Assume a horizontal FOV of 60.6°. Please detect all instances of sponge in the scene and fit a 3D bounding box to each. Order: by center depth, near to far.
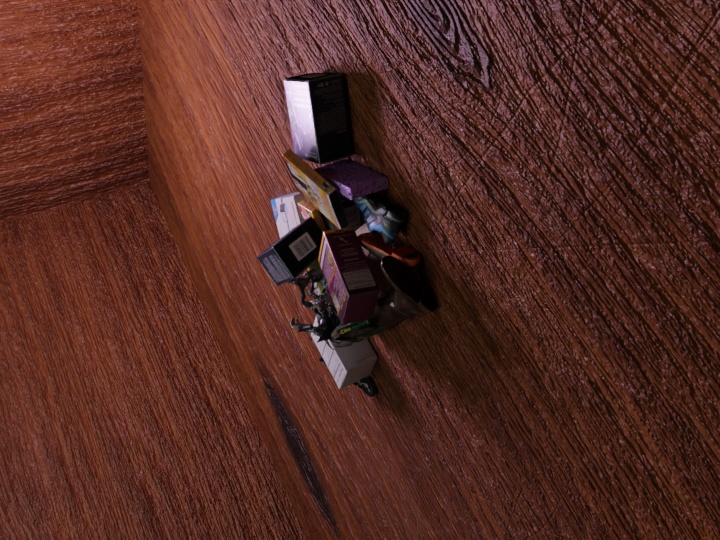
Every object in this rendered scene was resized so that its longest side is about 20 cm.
[{"bbox_3d":[-0.029,-0.229,1.527,0.199,0.109,0.031,34,139,51],"label":"sponge"}]

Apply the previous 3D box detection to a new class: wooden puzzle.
[{"bbox_3d":[0.000,0.000,1.599,0.197,0.046,0.190,-32,66,30],"label":"wooden puzzle"}]

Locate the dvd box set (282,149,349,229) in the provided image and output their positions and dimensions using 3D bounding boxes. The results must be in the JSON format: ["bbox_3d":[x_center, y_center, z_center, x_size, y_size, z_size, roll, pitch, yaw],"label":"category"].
[{"bbox_3d":[-0.113,-0.203,1.567,0.199,0.029,0.148,43,166,31],"label":"dvd box set"}]

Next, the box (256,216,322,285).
[{"bbox_3d":[-0.188,-0.050,1.728,0.106,0.147,0.199,53,159,-8],"label":"box"}]

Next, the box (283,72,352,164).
[{"bbox_3d":[-0.108,-0.389,1.569,0.147,0.102,0.207,25,128,54],"label":"box"}]

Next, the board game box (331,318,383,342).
[{"bbox_3d":[0.004,0.156,1.604,0.024,0.102,0.199,66,-168,15],"label":"board game box"}]

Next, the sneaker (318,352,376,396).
[{"bbox_3d":[-0.040,0.322,1.909,0.202,0.102,0.061,54,149,30],"label":"sneaker"}]

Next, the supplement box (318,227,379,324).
[{"bbox_3d":[-0.031,0.011,1.494,0.112,0.083,0.204,105,149,-49],"label":"supplement box"}]

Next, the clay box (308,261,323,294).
[{"bbox_3d":[-0.119,0.039,1.882,0.201,0.046,0.117,91,154,-72],"label":"clay box"}]

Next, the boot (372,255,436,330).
[{"bbox_3d":[0.063,0.062,1.483,0.187,0.065,0.198,46,144,-16],"label":"boot"}]

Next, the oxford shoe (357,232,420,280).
[{"bbox_3d":[0.061,-0.034,1.496,0.198,0.070,0.075,31,133,40],"label":"oxford shoe"}]

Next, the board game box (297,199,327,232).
[{"bbox_3d":[-0.115,-0.098,1.746,0.095,0.030,0.204,34,153,53],"label":"board game box"}]

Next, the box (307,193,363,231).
[{"bbox_3d":[-0.071,-0.173,1.690,0.199,0.073,0.103,33,136,49],"label":"box"}]

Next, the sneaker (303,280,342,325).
[{"bbox_3d":[-0.097,0.064,1.679,0.204,0.136,0.079,62,153,25],"label":"sneaker"}]

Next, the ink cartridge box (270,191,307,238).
[{"bbox_3d":[-0.194,-0.165,1.919,0.198,0.084,0.152,5,111,63],"label":"ink cartridge box"}]

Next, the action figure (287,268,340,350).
[{"bbox_3d":[-0.117,0.105,1.569,0.099,0.118,0.206,-6,109,35],"label":"action figure"}]

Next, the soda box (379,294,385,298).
[{"bbox_3d":[0.018,0.100,1.699,0.069,0.062,0.204,51,147,32],"label":"soda box"}]

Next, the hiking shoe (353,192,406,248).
[{"bbox_3d":[0.028,-0.135,1.497,0.199,0.073,0.089,40,120,47],"label":"hiking shoe"}]

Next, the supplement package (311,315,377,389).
[{"bbox_3d":[-0.052,0.228,1.857,0.203,0.114,0.119,57,150,25],"label":"supplement package"}]
